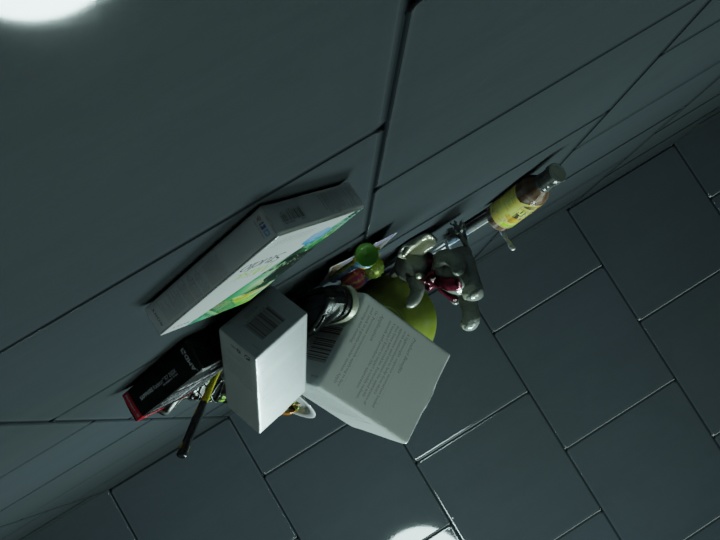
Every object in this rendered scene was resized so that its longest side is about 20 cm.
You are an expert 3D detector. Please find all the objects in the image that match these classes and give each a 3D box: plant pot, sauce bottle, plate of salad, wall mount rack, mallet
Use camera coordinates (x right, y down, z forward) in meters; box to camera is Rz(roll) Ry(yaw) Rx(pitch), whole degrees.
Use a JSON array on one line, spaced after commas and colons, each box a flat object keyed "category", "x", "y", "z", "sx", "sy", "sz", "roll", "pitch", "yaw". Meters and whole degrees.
[{"category": "plant pot", "x": 0.047, "y": 0.103, "z": 1.820, "sx": 0.187, "sy": 0.188, "sz": 0.200, "roll": -32, "pitch": 176, "yaw": 6}, {"category": "sauce bottle", "x": 0.317, "y": -0.142, "z": 1.833, "sx": 0.065, "sy": 0.065, "sz": 0.200, "roll": -27, "pitch": 172, "yaw": -33}, {"category": "plate of salad", "x": -0.172, "y": 0.222, "z": 1.738, "sx": 0.048, "sy": 0.200, "sz": 0.200, "roll": -58, "pitch": -177, "yaw": -20}, {"category": "wall mount rack", "x": 0.240, "y": -0.056, "z": 1.969, "sx": 0.200, "sy": 0.075, "sz": 0.174, "roll": -33, "pitch": -172, "yaw": 9}, {"category": "mallet", "x": -0.245, "y": 0.201, "z": 1.491, "sx": 0.066, "sy": 0.041, "sz": 0.201, "roll": -29, "pitch": -147, "yaw": 57}]

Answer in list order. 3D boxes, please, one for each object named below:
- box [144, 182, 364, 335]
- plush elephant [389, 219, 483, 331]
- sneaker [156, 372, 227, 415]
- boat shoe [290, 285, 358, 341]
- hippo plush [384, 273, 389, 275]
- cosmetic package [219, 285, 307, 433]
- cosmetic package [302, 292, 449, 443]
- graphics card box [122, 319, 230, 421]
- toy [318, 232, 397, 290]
[{"category": "box", "x": -0.106, "y": -0.011, "z": 0.952, "sx": 0.200, "sy": 0.036, "sz": 0.144, "roll": -35, "pitch": 173, "yaw": 36}, {"category": "plush elephant", "x": 0.132, "y": 0.006, "z": 1.757, "sx": 0.154, "sy": 0.201, "sz": 0.165, "roll": -9, "pitch": 159, "yaw": -1}, {"category": "sneaker", "x": -0.248, "y": 0.186, "z": 1.570, "sx": 0.199, "sy": 0.083, "sz": 0.071, "roll": -26, "pitch": 171, "yaw": -40}, {"category": "boat shoe", "x": -0.094, "y": 0.072, "z": 1.446, "sx": 0.199, "sy": 0.075, "sz": 0.066, "roll": -21, "pitch": 160, "yaw": 39}, {"category": "hippo plush", "x": 0.013, "y": 0.091, "z": 2.017, "sx": 0.160, "sy": 0.160, "sz": 0.200, "roll": -13, "pitch": -146, "yaw": -8}, {"category": "cosmetic package", "x": -0.132, "y": 0.126, "z": 1.322, "sx": 0.101, "sy": 0.071, "sz": 0.200, "roll": -41, "pitch": 154, "yaw": -30}, {"category": "cosmetic package", "x": -0.001, "y": 0.150, "z": 1.531, "sx": 0.165, "sy": 0.200, "sz": 0.165, "roll": 3, "pitch": -120, "yaw": 57}, {"category": "graphics card box", "x": -0.245, "y": 0.140, "z": 1.382, "sx": 0.125, "sy": 0.051, "sz": 0.200, "roll": -26, "pitch": 172, "yaw": -48}, {"category": "toy", "x": 0.000, "y": 0.000, "z": 1.483, "sx": 0.115, "sy": 0.047, "sz": 0.200, "roll": -29, "pitch": 173, "yaw": -11}]
